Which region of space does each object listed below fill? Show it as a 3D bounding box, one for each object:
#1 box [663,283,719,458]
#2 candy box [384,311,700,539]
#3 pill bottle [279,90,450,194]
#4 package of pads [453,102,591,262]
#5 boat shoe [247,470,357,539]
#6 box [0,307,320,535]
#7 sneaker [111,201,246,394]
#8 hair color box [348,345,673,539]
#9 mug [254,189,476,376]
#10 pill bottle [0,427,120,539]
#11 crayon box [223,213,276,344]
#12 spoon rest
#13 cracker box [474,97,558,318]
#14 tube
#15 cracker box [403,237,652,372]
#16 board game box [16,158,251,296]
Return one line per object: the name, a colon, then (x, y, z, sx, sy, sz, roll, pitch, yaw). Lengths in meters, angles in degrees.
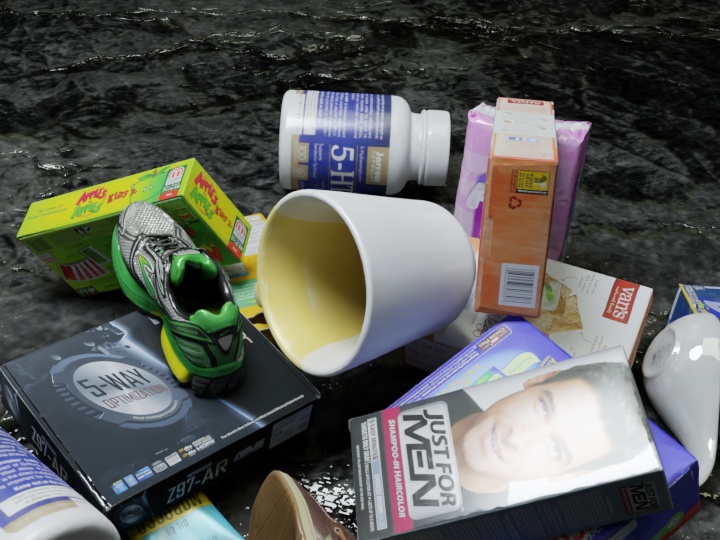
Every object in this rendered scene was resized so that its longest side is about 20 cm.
box: (0.344, 0.096, 0.869, 0.064, 0.070, 0.200, 3, 34, -5)
candy box: (0.122, 0.150, 0.712, 0.169, 0.077, 0.200, -36, 43, -10)
pill bottle: (0.005, -0.154, 1.152, 0.200, 0.120, 0.120, 3, 34, 0)
package of pads: (0.158, -0.066, 0.974, 0.120, 0.200, 0.076, 14, 28, 16)
boat shoe: (-0.022, 0.219, 0.670, 0.072, 0.072, 0.200, 21, 12, -31)
box: (-0.158, 0.103, 0.756, 0.200, 0.044, 0.160, -23, 52, -36)
sneaker: (-0.145, 0.003, 0.777, 0.078, 0.085, 0.200, -15, 47, -32)
hair color box: (0.097, 0.130, 0.643, 0.200, 0.061, 0.099, -17, 46, 12)
mug: (0.005, -0.006, 0.810, 0.153, 0.150, 0.187, -9, 30, -39)
pill bottle: (-0.272, 0.172, 0.655, 0.200, 0.120, 0.120, 28, 41, 31)
crayon box: (-0.125, 0.021, 0.954, 0.126, 0.052, 0.200, -12, 36, -21)
spoon rest: (0.280, 0.120, 0.827, 0.061, 0.099, 0.200, 30, 50, -4)
cracker box: (0.137, -0.062, 0.824, 0.058, 0.134, 0.200, 5, 24, 7)
tube: (-0.168, 0.167, 0.743, 0.077, 0.050, 0.200, -28, 49, -22)
cracker box: (0.156, 0.053, 0.887, 0.200, 0.058, 0.134, 17, 52, 18)
board game box: (-0.218, -0.037, 0.912, 0.200, 0.102, 0.048, -11, 49, 25)
